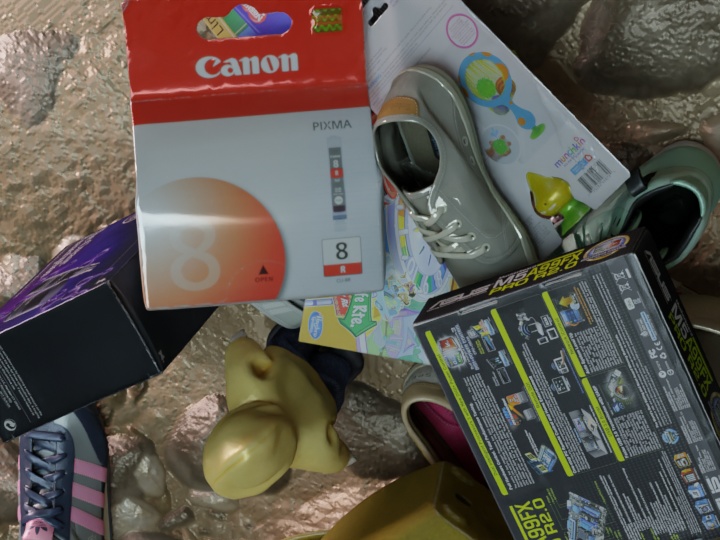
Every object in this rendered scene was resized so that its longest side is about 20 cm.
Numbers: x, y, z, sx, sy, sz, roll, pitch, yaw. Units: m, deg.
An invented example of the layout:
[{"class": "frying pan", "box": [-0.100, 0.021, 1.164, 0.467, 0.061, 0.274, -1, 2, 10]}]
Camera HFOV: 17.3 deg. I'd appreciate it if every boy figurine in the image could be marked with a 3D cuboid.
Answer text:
[{"class": "boy figurine", "box": [-0.052, 0.100, 1.663, 0.124, 0.200, 0.064, 46, 118, -9]}]

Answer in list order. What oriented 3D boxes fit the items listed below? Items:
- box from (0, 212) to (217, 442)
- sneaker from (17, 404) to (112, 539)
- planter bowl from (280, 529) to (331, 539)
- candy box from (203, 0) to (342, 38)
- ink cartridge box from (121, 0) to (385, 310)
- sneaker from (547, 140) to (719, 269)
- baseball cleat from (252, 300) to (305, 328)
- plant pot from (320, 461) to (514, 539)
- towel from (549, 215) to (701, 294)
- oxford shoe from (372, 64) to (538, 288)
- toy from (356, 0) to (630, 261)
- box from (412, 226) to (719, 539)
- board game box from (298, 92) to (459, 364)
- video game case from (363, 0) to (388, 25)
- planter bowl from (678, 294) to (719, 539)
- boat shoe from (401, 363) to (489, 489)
[{"class": "box", "box": [-0.176, 0.025, 1.669, 0.141, 0.200, 0.079, -22, 105, 24]}, {"class": "sneaker", "box": [-0.233, 0.175, 1.820, 0.070, 0.082, 0.201, 0, 112, 18]}, {"class": "planter bowl", "box": [-0.008, 0.272, 1.781, 0.199, 0.084, 0.202, 3, 108, 8]}, {"class": "candy box", "box": [-0.045, -0.255, 1.563, 0.200, 0.077, 0.169, -40, 88, 28]}, {"class": "ink cartridge box", "box": [-0.068, -0.078, 1.534, 0.161, 0.050, 0.201, -5, 111, -4]}, {"class": "sneaker", "box": [0.155, -0.004, 1.573, 0.074, 0.118, 0.200, 44, 108, -1]}, {"class": "baseball cleat", "box": [0.000, 0.000, 1.674, 0.199, 0.070, 0.107, 16, 131, -1]}, {"class": "plant pot", "box": [0.045, 0.251, 1.629, 0.194, 0.196, 0.200, 35, 103, -3]}, {"class": "towel", "box": [0.190, 0.063, 1.669, 0.199, 0.023, 0.145, 30, 119, 4]}, {"class": "oxford shoe", "box": [0.060, -0.035, 1.535, 0.075, 0.058, 0.201, -5, 119, 40]}, {"class": "toy", "box": [0.081, -0.108, 1.545, 0.200, 0.047, 0.115, 49, 131, 5]}, {"class": "box", "box": [0.146, 0.089, 1.505, 0.160, 0.044, 0.201, -19, 105, 26]}, {"class": "board game box", "box": [0.040, -0.040, 1.604, 0.134, 0.034, 0.201, 9, 96, -1]}, {"class": "video game case", "box": [-0.025, -0.120, 1.660, 0.143, 0.019, 0.200, 39, 119, -1]}, {"class": "planter bowl", "box": [0.225, 0.099, 1.583, 0.199, 0.135, 0.201, 8, 115, 17]}, {"class": "boat shoe", "box": [0.098, 0.152, 1.710, 0.200, 0.069, 0.074, 46, 118, -5]}]
